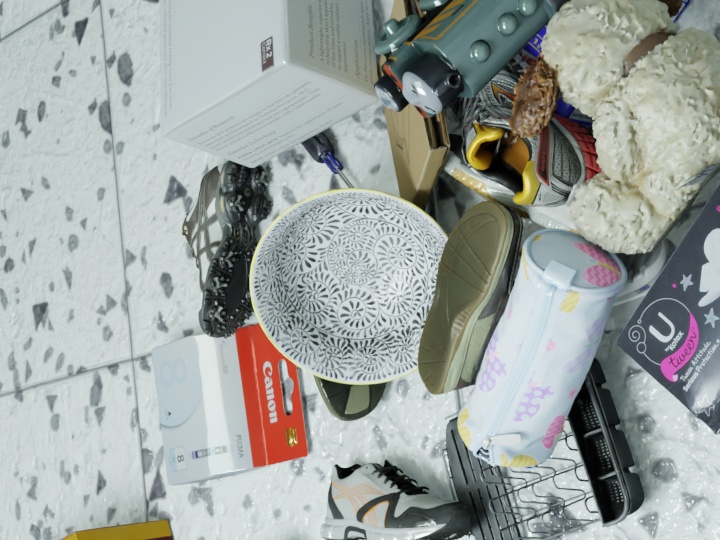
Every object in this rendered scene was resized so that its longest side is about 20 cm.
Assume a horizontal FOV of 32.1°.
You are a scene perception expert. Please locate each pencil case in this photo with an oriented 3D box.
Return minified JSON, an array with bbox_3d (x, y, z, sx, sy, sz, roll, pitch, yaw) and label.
[{"bbox_3d":[0.139,0.064,0.987,0.083,0.091,0.200,40,130,30],"label":"pencil case"}]

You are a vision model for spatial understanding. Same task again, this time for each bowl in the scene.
[{"bbox_3d":[0.000,0.000,1.201,0.200,0.094,0.201,2,114,4],"label":"bowl"}]

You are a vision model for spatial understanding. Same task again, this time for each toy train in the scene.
[{"bbox_3d":[0.097,-0.200,0.993,0.200,0.085,0.114,-44,22,-8],"label":"toy train"}]

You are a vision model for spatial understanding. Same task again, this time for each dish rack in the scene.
[{"bbox_3d":[0.148,0.168,1.102,0.200,0.055,0.154,-30,67,38],"label":"dish rack"}]

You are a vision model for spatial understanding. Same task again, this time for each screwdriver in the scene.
[{"bbox_3d":[-0.012,-0.092,1.294,0.200,0.029,0.028,50,119,25],"label":"screwdriver"}]

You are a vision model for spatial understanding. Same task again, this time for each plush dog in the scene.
[{"bbox_3d":[0.209,-0.139,0.930,0.200,0.161,0.172,-42,73,-16],"label":"plush dog"}]

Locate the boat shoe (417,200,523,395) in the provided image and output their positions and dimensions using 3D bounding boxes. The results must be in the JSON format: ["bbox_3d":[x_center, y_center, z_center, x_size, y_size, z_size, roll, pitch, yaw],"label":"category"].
[{"bbox_3d":[0.107,0.025,1.120,0.072,0.066,0.201,52,135,44],"label":"boat shoe"}]

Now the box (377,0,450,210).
[{"bbox_3d":[0.046,-0.153,1.153,0.200,0.021,0.164,104,157,-75],"label":"box"}]

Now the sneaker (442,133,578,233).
[{"bbox_3d":[0.155,-0.090,1.111,0.200,0.076,0.088,30,94,34],"label":"sneaker"}]

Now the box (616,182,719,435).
[{"bbox_3d":[0.307,0.008,0.910,0.115,0.132,0.200,48,118,38],"label":"box"}]

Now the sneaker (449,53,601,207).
[{"bbox_3d":[0.115,-0.125,1.037,0.200,0.082,0.078,51,141,39],"label":"sneaker"}]

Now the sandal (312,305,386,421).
[{"bbox_3d":[-0.031,0.061,1.274,0.057,0.080,0.201,115,138,-56],"label":"sandal"}]

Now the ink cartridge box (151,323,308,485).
[{"bbox_3d":[-0.148,0.145,1.383,0.200,0.047,0.160,-20,74,43],"label":"ink cartridge box"}]

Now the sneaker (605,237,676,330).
[{"bbox_3d":[0.203,0.030,1.047,0.200,0.082,0.075,-22,41,58],"label":"sneaker"}]

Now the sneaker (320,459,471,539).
[{"bbox_3d":[0.027,0.219,1.187,0.200,0.074,0.080,-10,75,51],"label":"sneaker"}]

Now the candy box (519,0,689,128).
[{"bbox_3d":[0.189,-0.249,1.074,0.169,0.077,0.200,49,118,32],"label":"candy box"}]

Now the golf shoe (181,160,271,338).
[{"bbox_3d":[-0.154,-0.023,1.386,0.094,0.078,0.200,-1,75,46],"label":"golf shoe"}]

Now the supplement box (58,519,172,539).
[{"bbox_3d":[-0.308,0.420,1.456,0.197,0.133,0.200,-32,66,37],"label":"supplement box"}]

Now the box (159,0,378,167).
[{"bbox_3d":[-0.098,-0.241,1.284,0.200,0.131,0.199,-22,62,40],"label":"box"}]
